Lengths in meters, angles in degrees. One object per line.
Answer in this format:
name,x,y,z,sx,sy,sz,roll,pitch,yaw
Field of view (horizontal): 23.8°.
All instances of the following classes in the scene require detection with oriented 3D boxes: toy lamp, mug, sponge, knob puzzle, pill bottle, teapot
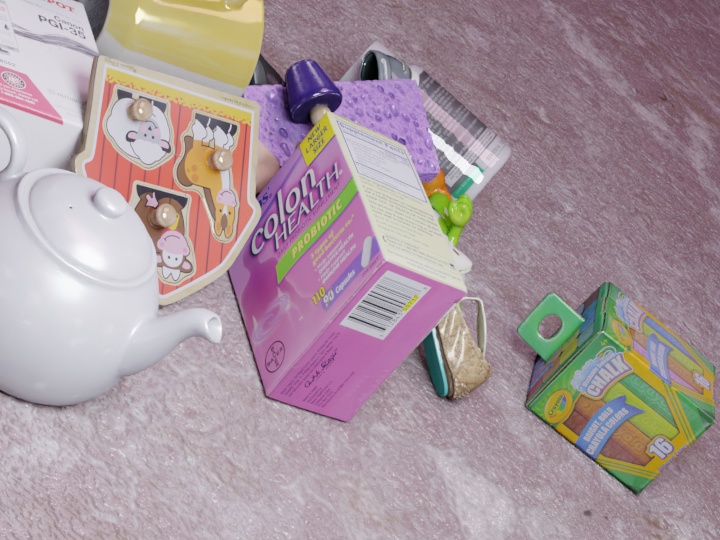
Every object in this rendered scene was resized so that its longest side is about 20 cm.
toy lamp,-0.025,-0.114,1.661,0.058,0.058,0.201,6,57,-49
mug,-0.190,-0.257,1.682,0.153,0.187,0.150,10,29,-33
sponge,-0.023,-0.137,1.729,0.199,0.030,0.112,-5,68,-26
knob puzzle,-0.159,-0.069,1.466,0.219,0.030,0.221,7,80,-42
pill bottle,0.063,-0.159,1.926,0.200,0.113,0.113,42,27,-2
teapot,-0.228,-0.010,1.286,0.199,0.146,0.198,19,34,-35

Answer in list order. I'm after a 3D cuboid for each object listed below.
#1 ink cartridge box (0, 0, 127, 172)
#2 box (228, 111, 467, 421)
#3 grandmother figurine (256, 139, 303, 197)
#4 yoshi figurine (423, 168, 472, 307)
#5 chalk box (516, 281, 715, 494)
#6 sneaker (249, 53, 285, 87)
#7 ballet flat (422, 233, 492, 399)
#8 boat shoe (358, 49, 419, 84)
ink cartridge box,-0.303,-0.170,1.493,0.146,0.083,0.200,17,36,-38
box,-0.020,-0.004,1.516,0.096,0.176,0.200,21,33,-35
grandmother figurine,-0.095,-0.089,1.619,0.200,0.121,0.061,46,34,-46
yoshi figurine,0.059,-0.031,1.754,0.111,0.113,0.200,11,39,-20
chalk box,0.256,0.107,1.776,0.200,0.125,0.124,37,27,-7
sneaker,-0.098,-0.168,1.787,0.200,0.073,0.082,57,26,8
ballet flat,0.082,0.023,1.651,0.070,0.065,0.201,-176,-109,-73
boat shoe,0.003,-0.145,1.805,0.062,0.073,0.201,36,60,-30
